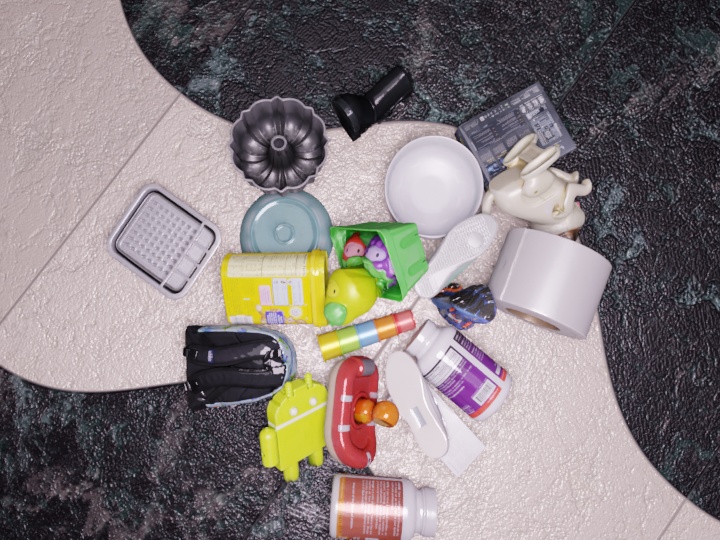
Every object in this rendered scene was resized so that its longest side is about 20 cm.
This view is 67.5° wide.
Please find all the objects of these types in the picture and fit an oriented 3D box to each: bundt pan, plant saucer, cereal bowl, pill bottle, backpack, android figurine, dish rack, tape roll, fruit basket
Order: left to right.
[{"bbox_3d":[-0.393,-0.058,1.096,0.198,0.044,0.173,34,87,3],"label":"dish rack"},{"bbox_3d":[-0.221,0.177,1.036,0.196,0.153,0.167,-10,82,21],"label":"backpack"},{"bbox_3d":[-0.161,-0.239,1.084,0.197,0.076,0.207,1,75,-3],"label":"bundt pan"},{"bbox_3d":[-0.153,-0.073,1.100,0.195,0.036,0.205,0,86,0],"label":"plant saucer"},{"bbox_3d":[-0.112,0.291,1.014,0.180,0.041,0.204,-16,113,-40],"label":"android figurine"},{"bbox_3d":[0.000,0.000,0.994,0.212,0.216,0.158,-19,106,-1],"label":"fruit basket"},{"bbox_3d":[0.042,0.449,1.016,0.195,0.112,0.115,4,85,1],"label":"pill bottle"},{"bbox_3d":[0.142,-0.160,1.082,0.195,0.083,0.205,0,85,0],"label":"cereal bowl"},{"bbox_3d":[0.185,0.186,1.038,0.199,0.112,0.113,39,86,4],"label":"pill bottle"},{"bbox_3d":[0.345,0.026,1.007,0.199,0.203,0.142,23,86,2],"label":"tape roll"}]

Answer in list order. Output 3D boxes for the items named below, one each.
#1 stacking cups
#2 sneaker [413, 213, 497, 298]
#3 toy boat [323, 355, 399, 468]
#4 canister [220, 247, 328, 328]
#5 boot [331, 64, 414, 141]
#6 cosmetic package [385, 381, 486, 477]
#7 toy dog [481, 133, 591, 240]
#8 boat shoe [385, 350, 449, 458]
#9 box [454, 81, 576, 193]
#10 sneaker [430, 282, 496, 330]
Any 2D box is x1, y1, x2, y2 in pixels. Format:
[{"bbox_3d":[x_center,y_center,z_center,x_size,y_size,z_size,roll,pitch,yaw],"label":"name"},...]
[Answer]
[{"bbox_3d":[0.012,0.122,1.076,0.196,0.061,0.062,-20,85,-5],"label":"stacking cups"},{"bbox_3d":[0.178,-0.032,1.049,0.200,0.118,0.074,-45,87,7],"label":"sneaker"},{"bbox_3d":[0.013,0.267,1.010,0.128,0.130,0.205,2,85,32],"label":"toy boat"},{"bbox_3d":[-0.162,0.035,1.048,0.195,0.087,0.151,0,116,2],"label":"canister"},{"bbox_3d":[0.030,-0.334,1.046,0.162,0.198,0.074,-38,89,4],"label":"boot"},{"bbox_3d":[0.145,0.297,1.060,0.082,0.051,0.200,-42,86,-5],"label":"cosmetic package"},{"bbox_3d":[0.350,-0.123,1.030,0.194,0.140,0.200,-46,112,4],"label":"toy dog"},{"bbox_3d":[0.111,0.245,1.005,0.071,0.068,0.202,-35,74,10],"label":"boat shoe"},{"bbox_3d":[0.315,-0.266,1.106,0.198,0.051,0.160,-30,86,-3],"label":"box"},{"bbox_3d":[0.202,0.074,1.014,0.074,0.200,0.080,-30,100,-9],"label":"sneaker"}]
